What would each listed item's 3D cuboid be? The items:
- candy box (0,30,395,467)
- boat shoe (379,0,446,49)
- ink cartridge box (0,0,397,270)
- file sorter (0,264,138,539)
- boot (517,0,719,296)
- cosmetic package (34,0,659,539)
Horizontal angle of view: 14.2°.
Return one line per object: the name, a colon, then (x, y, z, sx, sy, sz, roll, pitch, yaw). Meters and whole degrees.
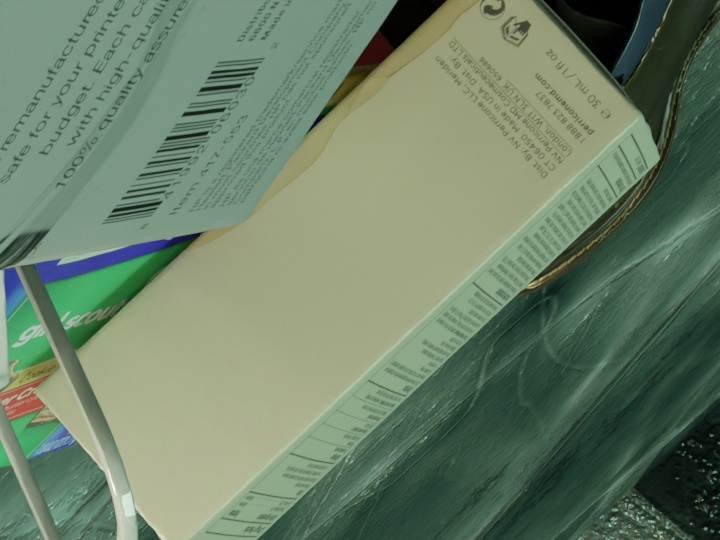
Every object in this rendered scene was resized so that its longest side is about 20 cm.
candy box: (-0.103, -0.017, 0.913, 0.200, 0.077, 0.169, -48, 163, 27)
boat shoe: (0.026, -0.130, 0.969, 0.202, 0.072, 0.061, -54, 169, -3)
ink cartridge box: (-0.059, -0.078, 0.549, 0.147, 0.086, 0.200, -54, 161, 21)
file sorter: (-0.168, 0.066, 0.735, 0.199, 0.125, 0.139, -18, 151, -16)
boot: (0.076, -0.077, 1.036, 0.097, 0.075, 0.201, 1, 125, -57)
cosmetic package: (0.000, 0.000, 0.935, 0.200, 0.073, 0.104, -42, 169, 2)
